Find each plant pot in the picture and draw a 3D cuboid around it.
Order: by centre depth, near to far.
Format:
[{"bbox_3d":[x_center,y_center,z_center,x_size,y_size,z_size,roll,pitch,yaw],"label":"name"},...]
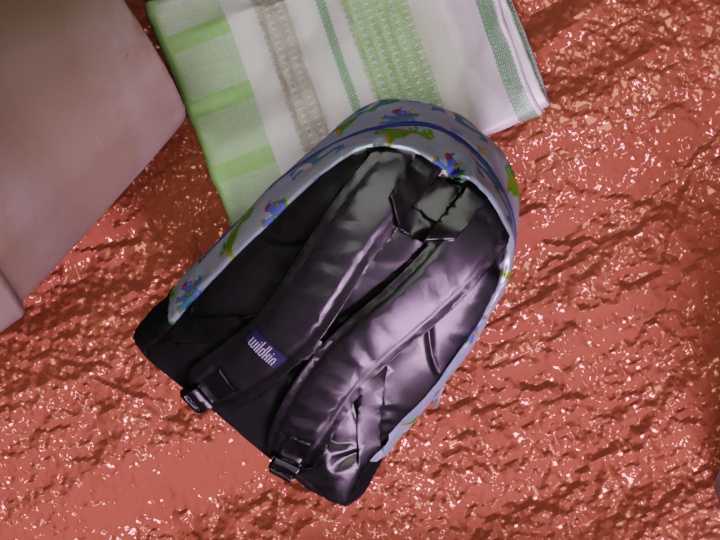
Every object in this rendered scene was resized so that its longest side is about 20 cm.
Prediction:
[{"bbox_3d":[-0.197,-0.085,1.121,0.173,0.200,0.201,-34,94,-7],"label":"plant pot"}]

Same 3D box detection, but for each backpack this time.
[{"bbox_3d":[0.000,0.000,1.131,0.163,0.154,0.200,36,127,-4],"label":"backpack"}]

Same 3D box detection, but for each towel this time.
[{"bbox_3d":[-0.008,-0.124,1.167,0.198,0.031,0.150,-21,94,7],"label":"towel"}]

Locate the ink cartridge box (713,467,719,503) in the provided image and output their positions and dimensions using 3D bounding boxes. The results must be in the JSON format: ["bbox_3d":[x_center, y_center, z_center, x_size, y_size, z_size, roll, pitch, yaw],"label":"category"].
[{"bbox_3d":[0.302,0.138,1.130,0.198,0.116,0.068,21,98,1],"label":"ink cartridge box"}]
